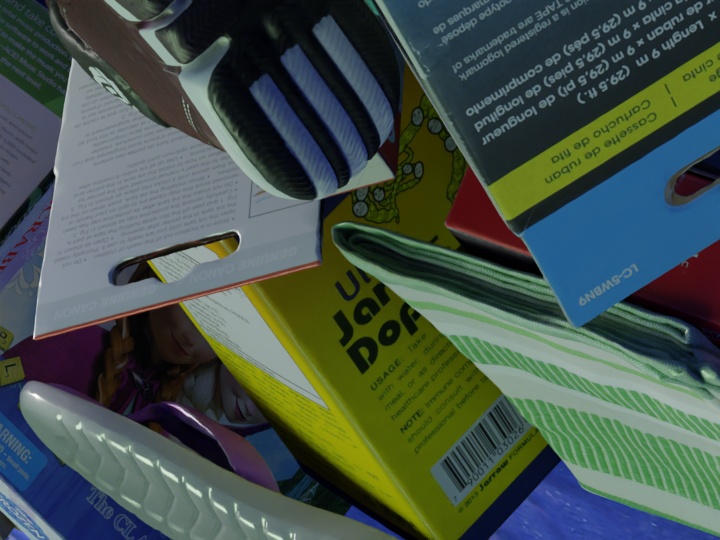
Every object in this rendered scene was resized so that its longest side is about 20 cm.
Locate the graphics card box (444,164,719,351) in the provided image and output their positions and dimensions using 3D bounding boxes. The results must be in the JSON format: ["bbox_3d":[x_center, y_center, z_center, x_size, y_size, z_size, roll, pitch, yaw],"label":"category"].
[{"bbox_3d":[0.120,0.022,0.847,0.125,0.051,0.200,20,167,29],"label":"graphics card box"}]

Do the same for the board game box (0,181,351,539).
[{"bbox_3d":[-0.077,0.045,1.091,0.200,0.200,0.041,48,155,-25],"label":"board game box"}]

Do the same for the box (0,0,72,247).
[{"bbox_3d":[-0.212,-0.057,1.086,0.144,0.200,0.036,36,151,1],"label":"box"}]

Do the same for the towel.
[{"bbox_3d":[0.094,0.051,0.849,0.152,0.023,0.200,19,165,39],"label":"towel"}]

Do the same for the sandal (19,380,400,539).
[{"bbox_3d":[-0.044,0.088,0.996,0.202,0.050,0.083,26,155,15],"label":"sandal"}]

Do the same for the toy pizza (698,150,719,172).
[{"bbox_3d":[0.135,0.000,0.941,0.200,0.032,0.200,29,156,15],"label":"toy pizza"}]

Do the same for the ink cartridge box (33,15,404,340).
[{"bbox_3d":[-0.043,-0.057,0.834,0.109,0.201,0.050,-14,139,22],"label":"ink cartridge box"}]

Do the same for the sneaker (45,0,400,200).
[{"bbox_3d":[-0.077,-0.105,0.687,0.115,0.076,0.200,13,138,59],"label":"sneaker"}]

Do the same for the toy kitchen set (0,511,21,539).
[{"bbox_3d":[-0.131,0.092,1.289,0.180,0.163,0.200,20,151,31],"label":"toy kitchen set"}]

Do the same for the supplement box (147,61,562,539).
[{"bbox_3d":[0.000,0.000,0.948,0.109,0.110,0.200,28,158,48],"label":"supplement box"}]

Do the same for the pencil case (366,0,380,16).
[{"bbox_3d":[0.001,-0.124,0.770,0.199,0.085,0.092,24,-160,-20],"label":"pencil case"}]

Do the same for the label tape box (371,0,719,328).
[{"bbox_3d":[0.071,-0.101,0.700,0.200,0.144,0.063,58,-179,-39],"label":"label tape box"}]
